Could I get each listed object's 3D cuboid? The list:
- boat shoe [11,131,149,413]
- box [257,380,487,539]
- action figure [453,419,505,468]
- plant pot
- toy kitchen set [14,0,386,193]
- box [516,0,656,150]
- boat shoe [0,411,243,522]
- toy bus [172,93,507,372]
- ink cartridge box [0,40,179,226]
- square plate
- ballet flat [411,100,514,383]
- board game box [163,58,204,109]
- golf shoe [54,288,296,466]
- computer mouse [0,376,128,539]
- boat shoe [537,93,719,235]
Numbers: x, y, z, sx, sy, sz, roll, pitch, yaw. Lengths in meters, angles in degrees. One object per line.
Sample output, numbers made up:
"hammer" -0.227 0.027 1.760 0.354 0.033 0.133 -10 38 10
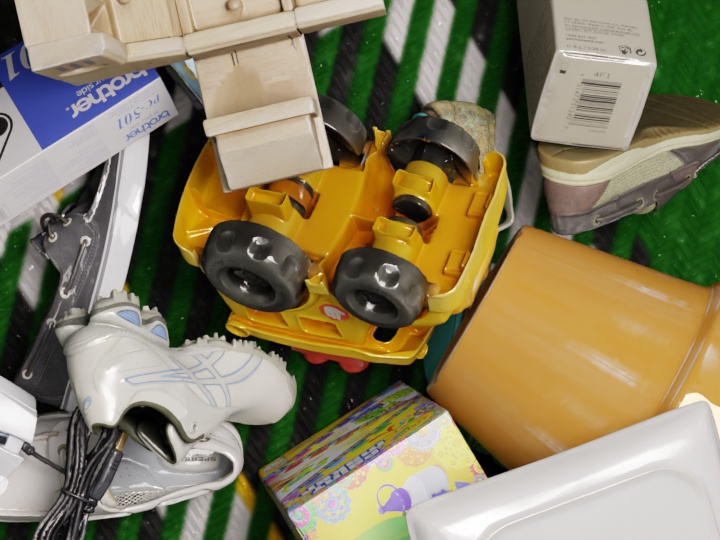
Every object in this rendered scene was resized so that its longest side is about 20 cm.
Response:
"boat shoe" -0.189 -0.007 1.574 0.066 0.070 0.202 13 99 -10
"box" 0.041 0.196 1.550 0.121 0.193 0.201 -32 97 -5
"action figure" 0.152 0.091 1.629 0.198 0.055 0.119 -12 97 -11
"plant pot" 0.149 0.071 1.512 0.182 0.200 0.201 30 89 1
"toy kitchen set" -0.082 -0.131 1.383 0.198 0.180 0.165 -13 91 2
"box" 0.143 -0.177 1.541 0.068 0.082 0.201 6 48 -8
"boat shoe" -0.176 0.131 1.578 0.198 0.069 0.071 -9 98 -6
"toy bus" 0.000 0.000 1.539 0.198 0.193 0.136 11 56 21
"ink cartridge box" -0.227 -0.090 1.547 0.199 0.044 0.094 -32 55 -5
"square plate" 0.145 0.202 1.387 0.197 0.028 0.202 -19 100 -12
"ballet flat" 0.075 -0.016 1.610 0.070 0.071 0.202 -4 94 -8
"board game box" -0.059 -0.208 1.557 0.200 0.105 0.103 -39 97 -3
"golf shoe" -0.117 0.087 1.538 0.199 0.078 0.098 21 53 -44
"computer mouse" -0.252 0.102 1.544 0.199 0.044 0.110 26 93 15
"boat shoe" 0.183 -0.071 1.585 0.200 0.071 0.067 -20 124 -48
